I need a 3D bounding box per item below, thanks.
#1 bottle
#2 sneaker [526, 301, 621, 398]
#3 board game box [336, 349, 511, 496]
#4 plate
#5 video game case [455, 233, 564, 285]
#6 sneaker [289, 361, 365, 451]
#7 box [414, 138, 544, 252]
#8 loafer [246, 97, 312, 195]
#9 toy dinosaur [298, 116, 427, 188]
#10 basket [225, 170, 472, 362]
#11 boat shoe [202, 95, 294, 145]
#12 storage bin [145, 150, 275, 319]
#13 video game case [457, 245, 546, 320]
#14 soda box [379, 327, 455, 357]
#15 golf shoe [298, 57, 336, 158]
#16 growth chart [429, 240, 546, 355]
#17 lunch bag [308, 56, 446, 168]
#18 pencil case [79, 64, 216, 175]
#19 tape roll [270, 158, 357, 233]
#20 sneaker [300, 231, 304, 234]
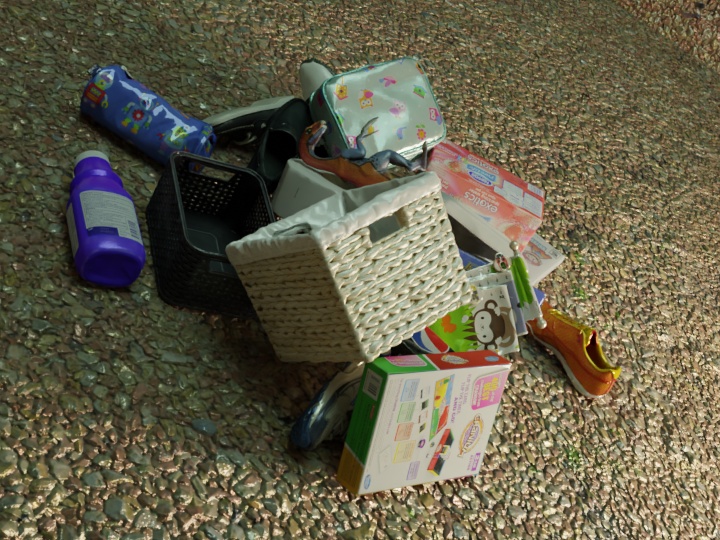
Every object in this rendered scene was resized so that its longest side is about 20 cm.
[{"bbox_3d":[-0.316,-0.068,1.428,0.083,0.065,0.201,10,38,-31],"label":"bottle"},{"bbox_3d":[0.309,0.096,1.726,0.073,0.077,0.200,-9,51,-52],"label":"sneaker"},{"bbox_3d":[0.075,0.173,1.352,0.199,0.154,0.040,0,21,-41],"label":"board game box"},{"bbox_3d":[0.134,-0.074,1.705,0.199,0.032,0.199,34,-3,-31],"label":"plate"},{"bbox_3d":[0.220,-0.052,1.902,0.200,0.024,0.182,41,33,13],"label":"video game case"},{"bbox_3d":[-0.008,0.162,1.373,0.085,0.077,0.200,40,33,6],"label":"sneaker"},{"bbox_3d":[0.181,-0.112,1.841,0.199,0.095,0.103,27,32,-6],"label":"box"},{"bbox_3d":[-0.112,-0.183,1.702,0.068,0.070,0.201,37,50,-15],"label":"loafer"},{"bbox_3d":[-0.001,-0.147,1.583,0.180,0.106,0.200,6,22,4],"label":"toy dinosaur"},{"bbox_3d":[-0.012,0.000,1.359,0.197,0.199,0.162,-28,104,-35],"label":"basket"},{"bbox_3d":[-0.165,-0.220,1.769,0.073,0.061,0.200,-2,15,32],"label":"boat shoe"},{"bbox_3d":[-0.187,-0.046,1.484,0.134,0.094,0.201,13,36,-27],"label":"storage bin"},{"bbox_3d":[0.154,-0.003,1.691,0.199,0.046,0.181,27,4,-7],"label":"video game case"},{"bbox_3d":[0.068,0.114,1.502,0.200,0.071,0.063,43,37,17],"label":"soda box"},{"bbox_3d":[-0.064,-0.232,1.803,0.094,0.078,0.201,-17,82,-38],"label":"golf shoe"},{"bbox_3d":[0.157,0.062,1.574,0.199,0.018,0.146,-24,87,-19],"label":"growth chart"},{"bbox_3d":[0.024,-0.226,1.766,0.199,0.077,0.162,-21,88,-30],"label":"lunch bag"},{"bbox_3d":[-0.293,-0.209,1.623,0.199,0.087,0.078,33,-1,1],"label":"pencil case"},{"bbox_3d":[-0.024,-0.086,1.636,0.201,0.071,0.203,23,13,-5],"label":"tape roll"},{"bbox_3d":[0.000,0.000,1.602,0.199,0.075,0.088,28,27,-5],"label":"sneaker"}]
